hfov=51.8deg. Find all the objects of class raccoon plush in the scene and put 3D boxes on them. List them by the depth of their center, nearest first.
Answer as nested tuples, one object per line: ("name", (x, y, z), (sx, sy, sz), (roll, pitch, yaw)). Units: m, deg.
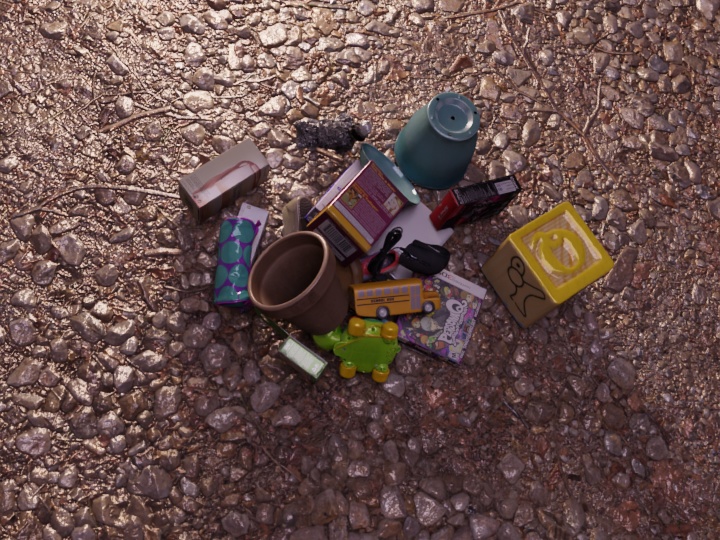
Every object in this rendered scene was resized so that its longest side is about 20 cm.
("raccoon plush", (-0.076, -0.343, 1.784), (0.133, 0.200, 0.098), (-4, 81, -27))

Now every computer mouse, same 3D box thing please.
("computer mouse", (0.114, -0.008, 1.683), (0.199, 0.141, 0.046), (21, 25, -37))

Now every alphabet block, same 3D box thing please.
("alphabet block", (0.435, -0.009, 1.753), (0.196, 0.200, 0.196), (-31, 79, -20))

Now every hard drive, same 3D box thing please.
("hard drive", (0.118, -0.068, 1.805), (0.132, 0.026, 0.200), (41, 68, 5))

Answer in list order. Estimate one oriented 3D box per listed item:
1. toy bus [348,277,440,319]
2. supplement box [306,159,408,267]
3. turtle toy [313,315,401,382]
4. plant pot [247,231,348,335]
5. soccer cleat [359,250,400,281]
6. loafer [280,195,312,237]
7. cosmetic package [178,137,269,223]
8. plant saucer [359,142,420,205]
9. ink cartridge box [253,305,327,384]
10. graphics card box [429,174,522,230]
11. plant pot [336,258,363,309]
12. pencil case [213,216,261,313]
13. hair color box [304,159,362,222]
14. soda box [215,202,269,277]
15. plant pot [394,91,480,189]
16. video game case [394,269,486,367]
("toy bus", (0.077, 0.062, 1.663), (0.198, 0.065, 0.079), (-6, 95, -13))
("supplement box", (-0.005, -0.127, 1.649), (0.131, 0.103, 0.200), (46, 52, -7))
("turtle toy", (-0.007, 0.158, 1.652), (0.198, 0.101, 0.147), (9, 113, -9))
("plant pot", (-0.112, 0.046, 1.574), (0.199, 0.175, 0.201), (-20, 44, 21))
("soccer cleat", (0.000, 0.000, 1.718), (0.199, 0.077, 0.067), (-21, 79, -5))
("loafer", (-0.147, -0.071, 1.734), (0.075, 0.068, 0.202), (9, 80, -48))
("cosmetic package", (-0.318, -0.209, 1.731), (0.200, 0.103, 0.087), (-37, 82, -19))
("plant saucer", (0.063, -0.224, 1.790), (0.036, 0.200, 0.200), (-43, 81, 20))
("ink cartridge box", (-0.162, 0.163, 1.602), (0.199, 0.146, 0.048), (36, 77, 3))
("graphics card box", (0.280, -0.165, 1.803), (0.199, 0.126, 0.051), (-17, 71, -27))
("plant pot", (-0.092, 0.019, 1.677), (0.198, 0.027, 0.202), (0, 101, -1))
("pencil case", (-0.267, -0.014, 1.612), (0.092, 0.085, 0.202), (-2, 71, 5))
("hair color box", (-0.032, -0.158, 1.752), (0.109, 0.065, 0.200), (44, 50, -8))
("soda box", (-0.271, -0.049, 1.703), (0.068, 0.064, 0.201), (18, 69, -5))
("plant pot", (0.200, -0.332, 1.825), (0.198, 0.188, 0.202), (4, 68, -10))
("video game case", (0.184, 0.098, 1.742), (0.180, 0.036, 0.201), (25, 71, -6))
